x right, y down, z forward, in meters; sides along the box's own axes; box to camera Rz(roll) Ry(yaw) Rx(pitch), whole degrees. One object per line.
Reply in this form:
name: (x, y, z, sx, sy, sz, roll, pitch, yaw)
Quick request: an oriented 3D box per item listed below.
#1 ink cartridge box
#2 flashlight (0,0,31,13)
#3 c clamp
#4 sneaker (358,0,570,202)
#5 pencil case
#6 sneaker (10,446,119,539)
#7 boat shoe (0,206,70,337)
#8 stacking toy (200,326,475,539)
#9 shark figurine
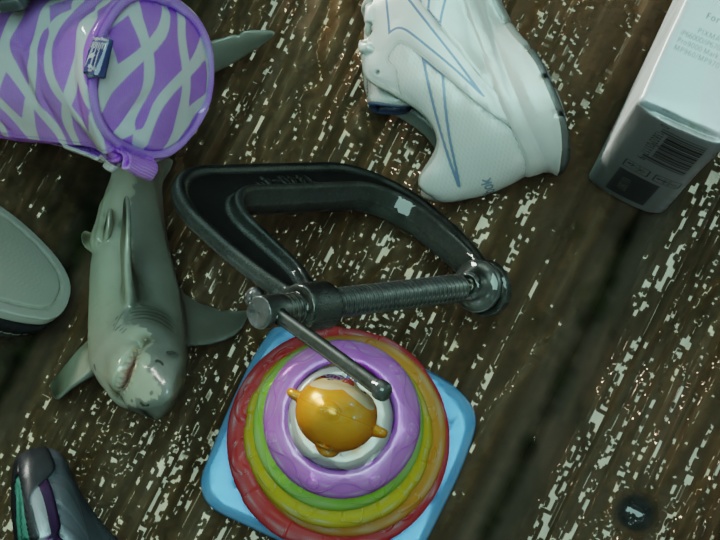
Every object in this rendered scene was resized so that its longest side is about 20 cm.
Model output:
ink cartridge box: (0.176, -0.137, 1.005, 0.057, 0.163, 0.200, 29, 81, 3)
flashlight: (-0.150, -0.182, 1.001, 0.068, 0.200, 0.068, 11, 123, 0)
c clamp: (0.000, 0.000, 0.970, 0.171, 0.200, 0.027, 36, 115, 25)
sneaker: (0.031, -0.127, 1.052, 0.087, 0.075, 0.200, -25, 80, 1)
pencil case: (-0.157, -0.091, 0.993, 0.200, 0.084, 0.086, 8, 91, 42)
sneaker: (-0.105, 0.174, 1.006, 0.087, 0.074, 0.201, -16, 89, -17)
boat shoe: (-0.241, -0.012, 1.035, 0.200, 0.060, 0.074, 22, 37, -12)
stacking toy: (-0.010, 0.070, 0.949, 0.116, 0.200, 0.110, 25, 81, 5)
shark figurine: (-0.091, -0.009, 1.040, 0.089, 0.128, 0.215, 15, 60, -22)
